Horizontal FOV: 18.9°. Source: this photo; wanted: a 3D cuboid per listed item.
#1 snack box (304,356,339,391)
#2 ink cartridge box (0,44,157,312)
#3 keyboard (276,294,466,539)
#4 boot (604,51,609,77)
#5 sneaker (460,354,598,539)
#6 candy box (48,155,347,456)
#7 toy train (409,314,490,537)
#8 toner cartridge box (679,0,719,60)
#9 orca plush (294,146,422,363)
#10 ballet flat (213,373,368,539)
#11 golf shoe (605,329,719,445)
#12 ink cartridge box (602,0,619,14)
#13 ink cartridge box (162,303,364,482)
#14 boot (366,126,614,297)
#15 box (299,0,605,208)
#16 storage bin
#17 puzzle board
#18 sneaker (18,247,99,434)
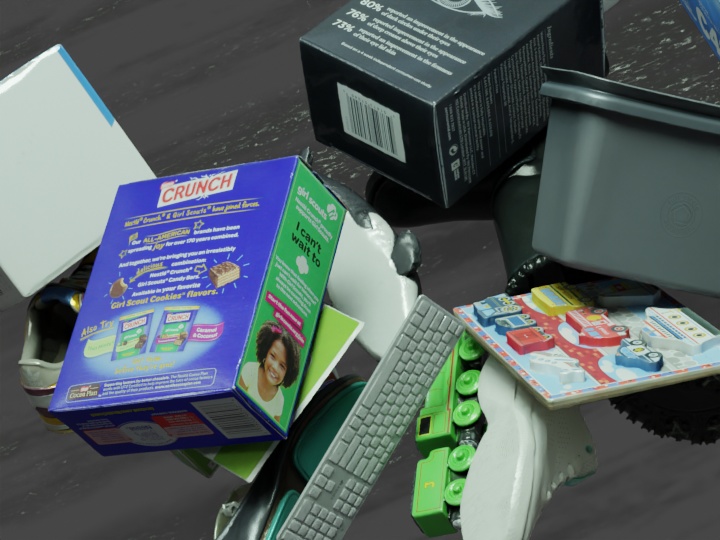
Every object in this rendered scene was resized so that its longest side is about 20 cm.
[{"bbox_3d":[-0.077,0.031,1.721,0.071,0.024,0.201,-24,44,0],"label":"snack box"},{"bbox_3d":[-0.274,-0.067,1.739,0.144,0.148,0.200,-39,8,-19],"label":"ink cartridge box"},{"bbox_3d":[0.008,0.114,1.534,0.011,0.056,0.201,28,86,42],"label":"keyboard"},{"bbox_3d":[0.089,-0.155,1.804,0.162,0.074,0.198,-41,40,-22],"label":"boot"},{"bbox_3d":[0.126,0.133,1.510,0.075,0.088,0.201,-43,23,39],"label":"sneaker"},{"bbox_3d":[-0.116,0.026,1.560,0.168,0.077,0.201,-8,54,32],"label":"candy box"},{"bbox_3d":[0.069,0.109,1.585,0.056,0.042,0.201,-14,44,22],"label":"toy train"},{"bbox_3d":[0.301,-0.220,1.772,0.043,0.095,0.201,-21,44,-1],"label":"toner cartridge box"},{"bbox_3d":[0.000,0.000,1.700,0.200,0.071,0.105,43,97,32],"label":"orca plush"},{"bbox_3d":[-0.059,0.154,1.568,0.073,0.073,0.201,11,56,28],"label":"ballet flat"},{"bbox_3d":[0.272,0.069,1.534,0.198,0.078,0.095,0,30,18],"label":"golf shoe"},{"bbox_3d":[0.194,-0.287,1.894,0.199,0.068,0.116,-38,47,-16],"label":"ink cartridge box"},{"bbox_3d":[-0.088,0.081,1.608,0.199,0.076,0.148,25,73,43],"label":"ink cartridge box"},{"bbox_3d":[0.113,-0.039,1.680,0.197,0.074,0.163,-18,47,0],"label":"boot"},{"bbox_3d":[0.074,-0.165,1.677,0.147,0.105,0.200,30,55,35],"label":"box"},{"bbox_3d":[0.214,-0.060,1.556,0.198,0.136,0.146,12,5,-15],"label":"storage bin"},{"bbox_3d":[0.165,0.043,1.515,0.149,0.018,0.200,-11,20,-13],"label":"puzzle board"},{"bbox_3d":[-0.217,0.029,1.728,0.074,0.090,0.201,-2,48,18],"label":"sneaker"}]
